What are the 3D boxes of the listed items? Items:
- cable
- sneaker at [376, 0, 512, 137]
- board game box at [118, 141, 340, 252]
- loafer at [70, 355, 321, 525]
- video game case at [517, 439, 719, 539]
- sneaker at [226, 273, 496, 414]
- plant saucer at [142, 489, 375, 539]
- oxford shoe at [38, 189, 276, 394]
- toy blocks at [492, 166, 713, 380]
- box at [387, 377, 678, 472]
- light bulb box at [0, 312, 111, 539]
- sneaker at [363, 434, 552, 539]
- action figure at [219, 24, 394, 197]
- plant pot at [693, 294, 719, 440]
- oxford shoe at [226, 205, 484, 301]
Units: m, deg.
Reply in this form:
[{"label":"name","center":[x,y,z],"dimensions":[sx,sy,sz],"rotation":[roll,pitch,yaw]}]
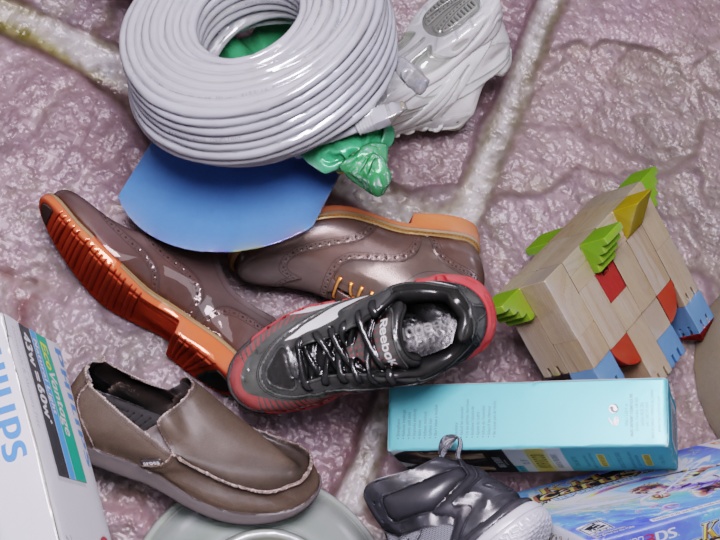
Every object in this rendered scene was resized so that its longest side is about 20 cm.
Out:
[{"label":"cable","center":[-0.073,-0.159,1.084],"dimensions":[0.198,0.070,0.201],"rotation":[-25,50,-4]},{"label":"sneaker","center":[0.042,-0.133,1.216],"dimensions":[0.199,0.100,0.078],"rotation":[-34,42,2]},{"label":"board game box","center":[-0.081,-0.077,1.159],"dimensions":[0.156,0.039,0.201],"rotation":[11,53,20]},{"label":"loafer","center":[-0.121,0.118,1.083],"dimensions":[0.198,0.072,0.073],"rotation":[16,33,0]},{"label":"video game case","center":[0.219,0.169,1.090],"dimensions":[0.198,0.181,0.046],"rotation":[-12,93,-15]},{"label":"sneaker","center":[-0.001,0.052,1.072],"dimensions":[0.198,0.098,0.072],"rotation":[-16,89,3]},{"label":"plant saucer","center":[-0.068,0.238,1.083],"dimensions":[0.197,0.050,0.203],"rotation":[4,70,-10]},{"label":"oxford shoe","center":[-0.150,0.002,1.141],"dimensions":[0.200,0.071,0.073],"rotation":[42,65,-6]},{"label":"toy blocks","center":[0.192,0.032,1.177],"dimensions":[0.200,0.099,0.138],"rotation":[-41,105,-40]},{"label":"box","center":[0.124,0.113,1.105],"dimensions":[0.197,0.082,0.050],"rotation":[-3,71,16]},{"label":"light bulb box","center":[-0.280,0.159,1.003],"dimensions":[0.198,0.125,0.200],"rotation":[-19,76,2]},{"label":"sneaker","center":[0.034,0.209,1.062],"dimensions":[0.114,0.075,0.201],"rotation":[44,100,26]},{"label":"action figure","center":[-0.031,-0.116,1.117],"dimensions":[0.117,0.055,0.200],"rotation":[-25,45,-13]},{"label":"plant pot","center":[0.373,0.055,1.151],"dimensions":[0.185,0.200,0.190],"rotation":[3,72,-10]},{"label":"oxford shoe","center":[0.000,0.000,1.158],"dimensions":[0.197,0.072,0.074],"rotation":[-2,56,-12]}]
